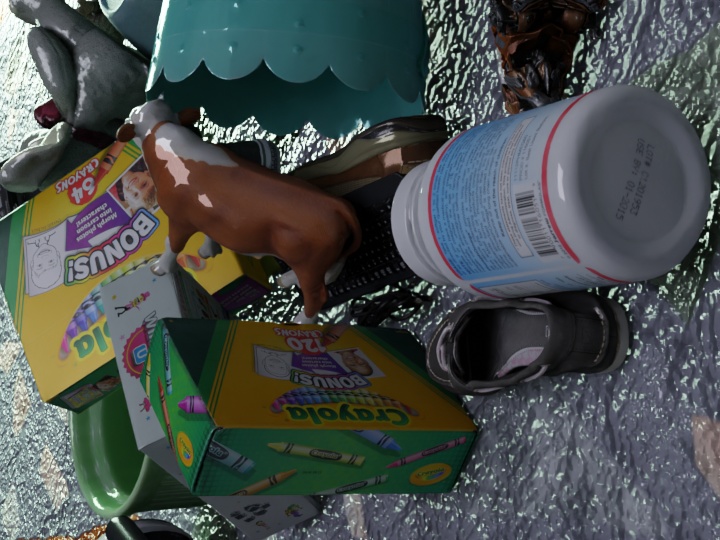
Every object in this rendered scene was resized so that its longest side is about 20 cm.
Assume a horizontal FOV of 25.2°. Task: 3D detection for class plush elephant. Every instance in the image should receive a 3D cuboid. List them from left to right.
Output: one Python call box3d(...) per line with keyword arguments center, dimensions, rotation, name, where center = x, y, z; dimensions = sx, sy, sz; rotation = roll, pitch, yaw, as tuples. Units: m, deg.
box3d(center=(-0.242, -0.127, 1.410), dimensions=(0.155, 0.165, 0.200), rotation=(-54, 45, 5), name="plush elephant")

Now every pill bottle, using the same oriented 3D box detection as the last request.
box3d(center=(0.104, -0.040, 0.956), dimensions=(0.200, 0.108, 0.109), rotation=(-10, 78, 59), name="pill bottle")

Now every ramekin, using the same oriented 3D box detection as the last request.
box3d(center=(-0.179, 0.120, 1.432), dimensions=(0.200, 0.097, 0.201), rotation=(-11, 77, 59), name="ramekin")

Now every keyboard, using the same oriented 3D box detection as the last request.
box3d(center=(0.000, 0.000, 1.142), dimensions=(0.104, 0.040, 0.200), rotation=(49, 150, -11), name="keyboard")

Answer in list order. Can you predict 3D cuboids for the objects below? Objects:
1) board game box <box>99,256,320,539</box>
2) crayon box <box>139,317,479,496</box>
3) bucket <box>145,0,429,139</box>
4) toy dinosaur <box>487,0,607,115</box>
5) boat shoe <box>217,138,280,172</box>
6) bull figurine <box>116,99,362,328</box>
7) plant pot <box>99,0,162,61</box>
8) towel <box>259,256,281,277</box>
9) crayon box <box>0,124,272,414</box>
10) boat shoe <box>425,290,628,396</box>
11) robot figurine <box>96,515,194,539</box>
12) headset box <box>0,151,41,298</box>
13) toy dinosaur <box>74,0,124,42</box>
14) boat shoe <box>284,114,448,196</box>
box3d(center=(-0.111, 0.100, 1.228), dimensions=(0.064, 0.200, 0.148), rotation=(-26, 55, 9), name="board game box")
box3d(center=(-0.035, 0.092, 1.086), dimensions=(0.119, 0.199, 0.058), rotation=(55, 132, 47), name="crayon box")
box3d(center=(-0.048, -0.179, 1.147), dimensions=(0.207, 0.207, 0.135), rotation=(-5, 78, 59), name="bucket")
box3d(center=(0.105, -0.196, 0.998), dimensions=(0.201, 0.102, 0.136), rotation=(68, 163, 3), name="toy dinosaur")
box3d(center=(-0.136, -0.053, 1.421), dimensions=(0.200, 0.056, 0.069), rotation=(-50, 46, 45), name="boat shoe")
box3d(center=(-0.092, -0.041, 1.134), dimensions=(0.200, 0.065, 0.122), rotation=(25, 134, 18), name="bull figurine")
box3d(center=(-0.149, -0.257, 1.394), dimensions=(0.200, 0.134, 0.201), rotation=(-14, 74, 59), name="plant pot")
box3d(center=(-0.136, 0.000, 1.342), dimensions=(0.200, 0.018, 0.086), rotation=(-29, 58, 11), name="towel")
box3d(center=(-0.195, -0.007, 1.321), dimensions=(0.200, 0.058, 0.173), rotation=(-33, 62, 12), name="crayon box")
box3d(center=(0.087, 0.043, 1.023), dimensions=(0.200, 0.057, 0.067), rotation=(-14, 75, 59), name="boat shoe")
box3d(center=(-0.164, 0.293, 1.364), dimensions=(0.200, 0.124, 0.151), rotation=(37, 113, 55), name="robot figurine")
box3d(center=(-0.271, -0.015, 1.511), dimensions=(0.077, 0.200, 0.149), rotation=(-25, 58, 11), name="headset box")
box3d(center=(-0.260, -0.248, 1.637), dimensions=(0.102, 0.077, 0.201), rotation=(-55, -14, -86), name="toy dinosaur")
box3d(center=(0.000, -0.051, 1.173), dimensions=(0.200, 0.075, 0.074), rotation=(-26, 77, 59), name="boat shoe")
